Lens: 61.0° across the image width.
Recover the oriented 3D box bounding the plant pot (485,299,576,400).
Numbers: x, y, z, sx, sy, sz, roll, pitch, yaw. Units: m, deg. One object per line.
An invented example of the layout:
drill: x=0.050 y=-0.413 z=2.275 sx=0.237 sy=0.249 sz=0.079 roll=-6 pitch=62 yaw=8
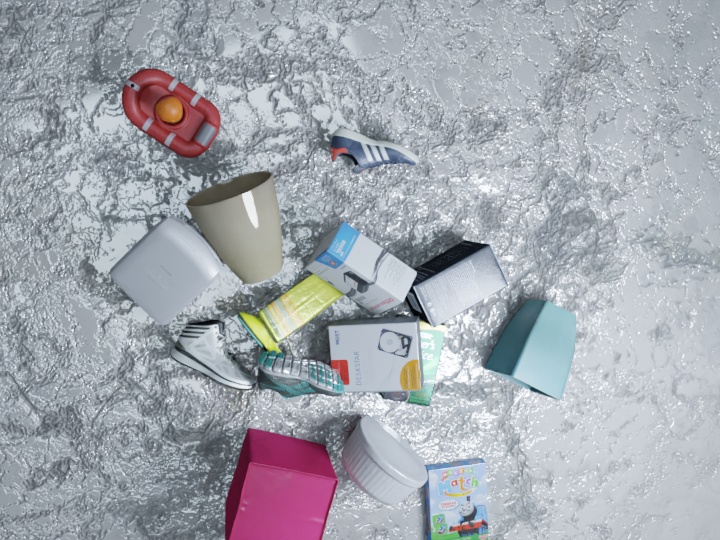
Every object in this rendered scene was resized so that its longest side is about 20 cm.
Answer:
plant pot: x=0.421 y=0.178 z=1.454 sx=0.141 sy=0.141 sz=0.201 roll=27 pitch=82 yaw=-13

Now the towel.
towel: x=-0.129 y=0.072 z=1.363 sx=0.200 sy=0.018 sz=0.086 roll=-36 pitch=107 yaw=-25

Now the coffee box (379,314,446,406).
coffee box: x=0.123 y=0.212 z=1.441 sx=0.122 sy=0.044 sz=0.202 roll=12 pitch=93 yaw=-12

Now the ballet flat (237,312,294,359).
ballet flat: x=-0.198 y=0.161 z=1.364 sx=0.067 sy=0.067 sz=0.201 roll=-34 pitch=108 yaw=-13

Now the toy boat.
toy boat: x=-0.387 y=-0.325 z=1.242 sx=0.199 sy=0.131 sz=0.131 roll=32 pitch=88 yaw=-13

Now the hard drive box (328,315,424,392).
hard drive box: x=0.037 y=0.189 z=1.372 sx=0.198 sy=0.077 sz=0.157 roll=-4 pitch=96 yaw=11

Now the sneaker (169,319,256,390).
sneaker: x=-0.302 y=0.178 z=1.336 sx=0.200 sy=0.076 sz=0.116 roll=28 pitch=91 yaw=-10

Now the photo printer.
photo printer: x=-0.398 y=-0.005 z=1.272 sx=0.200 sy=0.070 sz=0.167 roll=-39 pitch=102 yaw=16

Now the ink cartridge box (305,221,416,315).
ink cartridge box: x=0.000 y=0.000 z=1.335 sx=0.199 sy=0.145 sz=0.084 roll=34 pitch=63 yaw=-12

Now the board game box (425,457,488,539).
board game box: x=0.237 y=0.572 z=1.503 sx=0.150 sy=0.037 sz=0.202 roll=-4 pitch=95 yaw=-11

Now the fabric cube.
fabric cube: x=-0.177 y=0.488 z=1.329 sx=0.195 sy=0.199 sz=0.201 roll=16 pitch=92 yaw=-14

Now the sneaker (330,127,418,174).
sneaker: x=0.027 y=-0.249 z=1.365 sx=0.199 sy=0.075 sz=0.085 roll=15 pitch=91 yaw=-3

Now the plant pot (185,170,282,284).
plant pot: x=-0.240 y=-0.080 z=1.284 sx=0.186 sy=0.187 sz=0.201 roll=-22 pitch=112 yaw=-9

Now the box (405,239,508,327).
box: x=0.204 y=0.026 z=1.387 sx=0.199 sy=0.148 sz=0.108 roll=-29 pitch=101 yaw=-7

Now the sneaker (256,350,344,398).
sneaker: x=-0.135 y=0.242 z=1.332 sx=0.199 sy=0.078 sz=0.092 roll=19 pitch=118 yaw=-7

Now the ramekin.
ramekin: x=0.048 y=0.433 z=1.376 sx=0.202 sy=0.202 sz=0.094 roll=38 pitch=100 yaw=-12
